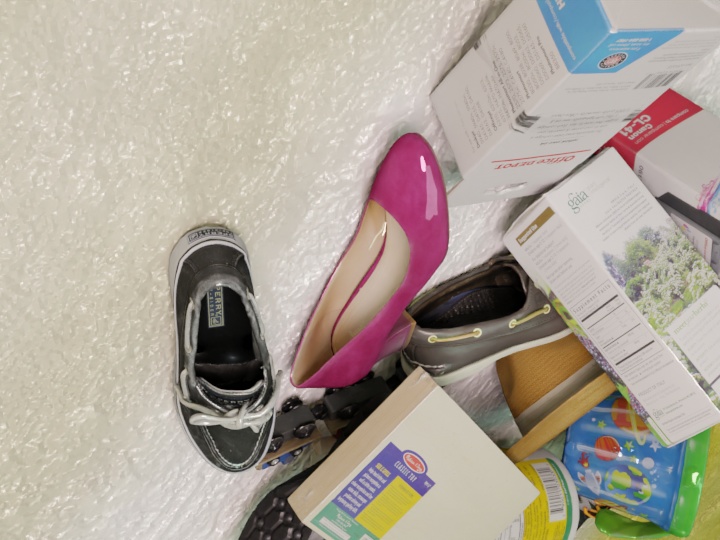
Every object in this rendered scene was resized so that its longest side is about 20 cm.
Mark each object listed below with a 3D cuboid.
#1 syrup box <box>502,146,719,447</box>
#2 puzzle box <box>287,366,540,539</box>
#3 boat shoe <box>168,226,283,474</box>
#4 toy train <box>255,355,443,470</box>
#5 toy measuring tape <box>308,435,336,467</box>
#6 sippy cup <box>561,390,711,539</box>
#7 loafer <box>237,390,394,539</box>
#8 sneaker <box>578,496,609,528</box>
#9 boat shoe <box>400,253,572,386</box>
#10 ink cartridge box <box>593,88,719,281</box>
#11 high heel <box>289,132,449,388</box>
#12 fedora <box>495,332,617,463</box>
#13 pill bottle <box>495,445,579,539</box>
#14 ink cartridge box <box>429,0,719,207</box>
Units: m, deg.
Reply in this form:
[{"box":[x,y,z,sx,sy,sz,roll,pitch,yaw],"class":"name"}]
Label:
[{"box":[0.204,0.019,0.780,0.078,0.201,0.082,-34,171,-28],"class":"syrup box"},{"box":[0.047,0.167,0.785,0.133,0.025,0.200,-44,135,-1],"class":"puzzle box"},{"box":[-0.084,0.071,0.690,0.072,0.069,0.202,-6,127,-15],"class":"boat shoe"},{"box":[-0.009,0.107,0.827,0.197,0.034,0.046,-19,145,-27],"class":"toy train"},{"box":[-0.036,0.232,0.881,0.073,0.074,0.203,-8,128,-35],"class":"toy measuring tape"},{"box":[0.261,0.174,1.019,0.139,0.128,0.182,19,81,-76],"class":"sippy cup"},{"box":[-0.017,0.177,0.812,0.201,0.068,0.070,-46,140,11],"class":"loafer"},{"box":[0.265,0.217,1.118,0.078,0.077,0.201,20,111,-49],"class":"sneaker"},{"box":[0.121,0.022,0.832,0.199,0.072,0.061,-27,142,-16],"class":"boat shoe"},{"box":[0.274,-0.026,0.821,0.085,0.200,0.149,-27,137,-19],"class":"ink cartridge box"},{"box":[0.000,0.000,0.720,0.095,0.068,0.202,-22,146,-30],"class":"high heel"},{"box":[0.170,0.084,0.898,0.199,0.082,0.201,-36,168,-9],"class":"fedora"},{"box":[0.096,0.219,0.947,0.198,0.113,0.114,3,122,-42],"class":"pill bottle"},{"box":[0.126,-0.121,0.682,0.114,0.068,0.200,-10,160,-34],"class":"ink cartridge box"}]
